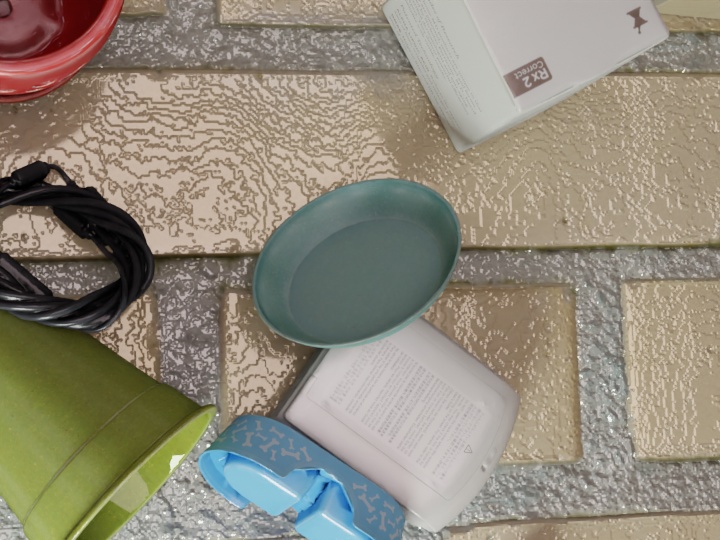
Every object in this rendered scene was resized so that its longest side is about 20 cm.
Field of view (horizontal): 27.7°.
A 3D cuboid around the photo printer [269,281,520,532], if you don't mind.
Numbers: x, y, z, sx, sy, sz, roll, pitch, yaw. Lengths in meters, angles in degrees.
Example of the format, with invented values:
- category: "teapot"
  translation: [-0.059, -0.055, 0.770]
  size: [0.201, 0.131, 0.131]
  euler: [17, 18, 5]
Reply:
- category: "photo printer"
  translation: [0.040, 0.131, 1.349]
  size: [0.200, 0.069, 0.167]
  euler: [36, 76, -7]

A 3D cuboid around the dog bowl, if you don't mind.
- category: "dog bowl"
  translation: [-0.047, 0.199, 1.298]
  size: [0.200, 0.111, 0.050]
  euler: [34, 59, -8]

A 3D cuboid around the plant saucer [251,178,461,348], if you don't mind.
- category: "plant saucer"
  translation: [0.000, 0.000, 1.320]
  size: [0.200, 0.200, 0.036]
  euler: [-38, 135, -14]

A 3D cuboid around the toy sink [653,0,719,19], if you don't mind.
- category: "toy sink"
  translation: [0.366, -0.359, 1.455]
  size: [0.130, 0.112, 0.201]
  euler: [2, 89, -13]

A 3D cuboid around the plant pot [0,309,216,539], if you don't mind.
- category: "plant pot"
  translation: [-0.256, 0.125, 1.237]
  size: [0.190, 0.200, 0.200]
  euler: [43, 77, 7]

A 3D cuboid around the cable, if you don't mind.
- category: "cable"
  translation: [-0.269, -0.021, 1.244]
  size: [0.163, 0.051, 0.200]
  euler: [-13, 49, -39]

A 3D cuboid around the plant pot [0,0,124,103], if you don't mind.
- category: "plant pot"
  translation: [-0.302, -0.244, 1.252]
  size: [0.199, 0.182, 0.202]
  euler: [1, 84, -12]

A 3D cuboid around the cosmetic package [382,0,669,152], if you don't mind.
- category: "cosmetic package"
  translation: [0.145, -0.230, 1.344]
  size: [0.164, 0.200, 0.166]
  euler: [-28, 91, -15]
